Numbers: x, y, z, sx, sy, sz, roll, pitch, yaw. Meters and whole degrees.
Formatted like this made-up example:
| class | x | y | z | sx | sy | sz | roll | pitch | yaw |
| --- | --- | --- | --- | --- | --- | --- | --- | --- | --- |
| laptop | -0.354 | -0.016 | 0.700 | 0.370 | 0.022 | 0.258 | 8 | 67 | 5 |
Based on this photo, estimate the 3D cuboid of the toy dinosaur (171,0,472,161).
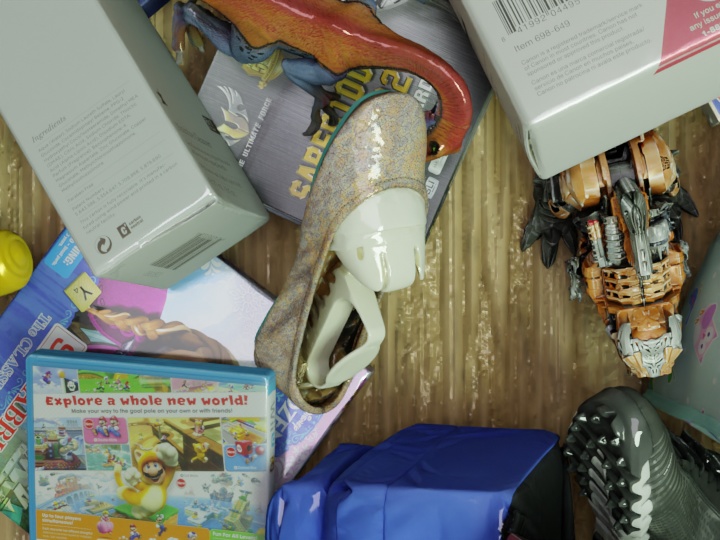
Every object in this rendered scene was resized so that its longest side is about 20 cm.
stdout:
| class | x | y | z | sx | sy | sz | roll | pitch | yaw |
| --- | --- | --- | --- | --- | --- | --- | --- | --- | --- |
| toy dinosaur | -0.032 | -0.117 | 0.762 | 0.181 | 0.200 | 0.105 | 29 | 109 | 36 |

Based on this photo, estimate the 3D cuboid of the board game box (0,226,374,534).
| class | x | y | z | sx | sy | sz | roll | pitch | yaw |
| --- | --- | --- | --- | --- | --- | --- | --- | --- | --- |
| board game box | -0.129 | 0.080 | 0.859 | 0.199 | 0.041 | 0.200 | 36 | 91 | 4 |

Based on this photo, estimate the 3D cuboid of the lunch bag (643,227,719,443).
| class | x | y | z | sx | sy | sz | roll | pitch | yaw |
| --- | --- | --- | --- | --- | --- | --- | --- | --- | --- |
| lunch bag | 0.246 | 0.027 | 0.753 | 0.122 | 0.200 | 0.171 | 24 | 89 | -3 |

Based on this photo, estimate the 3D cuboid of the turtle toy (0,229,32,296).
| class | x | y | z | sx | sy | sz | roll | pitch | yaw |
| --- | --- | --- | --- | --- | --- | --- | --- | --- | --- |
| turtle toy | -0.273 | -0.002 | 0.825 | 0.145 | 0.101 | 0.201 | -17 | 87 | 21 |

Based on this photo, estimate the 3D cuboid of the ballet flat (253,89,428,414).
| class | x | y | z | sx | sy | sz | roll | pitch | yaw |
| --- | --- | --- | --- | --- | --- | --- | --- | --- | --- |
| ballet flat | 0.000 | 0.000 | 0.757 | 0.068 | 0.200 | 0.067 | -9 | 48 | -31 |

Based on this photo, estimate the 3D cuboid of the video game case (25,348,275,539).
| class | x | y | z | sx | sy | sz | roll | pitch | yaw |
| --- | --- | --- | --- | --- | --- | --- | --- | --- | --- |
| video game case | -0.119 | 0.148 | 0.815 | 0.142 | 0.018 | 0.201 | 4 | 102 | 13 |

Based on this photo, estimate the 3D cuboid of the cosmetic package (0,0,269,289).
| class | x | y | z | sx | sy | sz | roll | pitch | yaw |
| --- | --- | --- | --- | --- | --- | --- | --- | --- | --- |
| cosmetic package | -0.143 | -0.095 | 0.789 | 0.081 | 0.113 | 0.201 | -32 | 82 | 8 |

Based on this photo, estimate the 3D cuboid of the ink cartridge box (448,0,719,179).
| class | x | y | z | sx | sy | sz | roll | pitch | yaw |
| --- | --- | --- | --- | --- | --- | --- | --- | --- | --- |
| ink cartridge box | 0.111 | -0.171 | 0.741 | 0.145 | 0.085 | 0.201 | -25 | 70 | 4 |

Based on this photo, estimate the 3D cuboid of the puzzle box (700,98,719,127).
| class | x | y | z | sx | sy | sz | roll | pitch | yaw |
| --- | --- | --- | --- | --- | --- | --- | --- | --- | --- |
| puzzle box | 0.210 | -0.200 | 0.816 | 0.133 | 0.025 | 0.201 | -29 | 87 | 3 |

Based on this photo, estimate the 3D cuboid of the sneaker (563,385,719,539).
| class | x | y | z | sx | sy | sz | roll | pitch | yaw |
| --- | --- | --- | --- | --- | --- | --- | --- | --- | --- |
| sneaker | 0.167 | 0.115 | 0.786 | 0.090 | 0.200 | 0.067 | -30 | 48 | -10 |

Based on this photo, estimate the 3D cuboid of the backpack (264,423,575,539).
| class | x | y | z | sx | sy | sz | roll | pitch | yaw |
| --- | --- | --- | --- | --- | --- | --- | --- | --- | --- |
| backpack | 0.036 | 0.196 | 0.792 | 0.167 | 0.162 | 0.201 | 1 | 98 | 24 |

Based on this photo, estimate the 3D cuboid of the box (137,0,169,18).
| class | x | y | z | sx | sy | sz | roll | pitch | yaw |
| --- | --- | --- | --- | --- | --- | --- | --- | --- | --- |
| box | -0.156 | -0.209 | 0.873 | 0.200 | 0.032 | 0.121 | -40 | 87 | 3 |

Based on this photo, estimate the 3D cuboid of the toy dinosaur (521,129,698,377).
| class | x | y | z | sx | sy | sz | roll | pitch | yaw |
| --- | --- | --- | --- | --- | --- | --- | --- | --- | --- |
| toy dinosaur | 0.147 | -0.045 | 0.797 | 0.102 | 0.136 | 0.201 | 11 | 90 | 5 |

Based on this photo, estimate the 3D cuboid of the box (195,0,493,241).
| class | x | y | z | sx | sy | sz | roll | pitch | yaw |
| --- | --- | --- | --- | --- | --- | --- | --- | --- | --- |
| box | 0.000 | -0.120 | 0.852 | 0.158 | 0.048 | 0.201 | 25 | 90 | 4 |

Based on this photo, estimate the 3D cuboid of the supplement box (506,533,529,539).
| class | x | y | z | sx | sy | sz | roll | pitch | yaw |
| --- | --- | --- | --- | --- | --- | --- | --- | --- | --- |
| supplement box | 0.135 | 0.219 | 0.689 | 0.200 | 0.086 | 0.111 | 30 | 88 | -33 |
